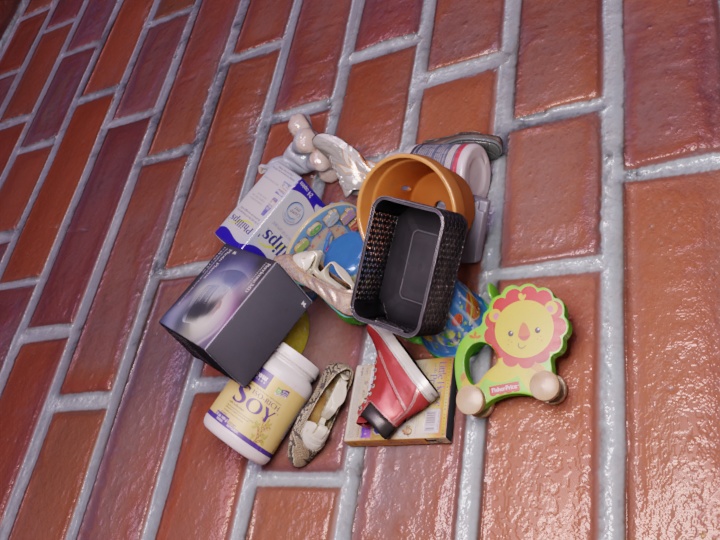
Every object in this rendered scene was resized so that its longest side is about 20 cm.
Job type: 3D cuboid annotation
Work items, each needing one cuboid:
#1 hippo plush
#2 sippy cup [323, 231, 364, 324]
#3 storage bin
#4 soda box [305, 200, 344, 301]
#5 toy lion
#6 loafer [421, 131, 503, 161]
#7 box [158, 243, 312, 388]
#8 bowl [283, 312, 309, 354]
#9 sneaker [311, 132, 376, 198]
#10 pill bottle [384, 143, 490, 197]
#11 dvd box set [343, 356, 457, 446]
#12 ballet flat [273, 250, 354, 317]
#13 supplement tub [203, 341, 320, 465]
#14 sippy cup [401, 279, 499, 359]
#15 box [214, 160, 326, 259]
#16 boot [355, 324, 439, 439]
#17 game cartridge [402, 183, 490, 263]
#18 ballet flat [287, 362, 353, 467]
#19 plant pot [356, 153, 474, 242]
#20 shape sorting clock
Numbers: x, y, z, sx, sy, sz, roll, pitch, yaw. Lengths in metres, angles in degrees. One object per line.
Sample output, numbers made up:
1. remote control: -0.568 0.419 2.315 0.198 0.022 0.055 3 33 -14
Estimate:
1. hippo plush: -0.155 -0.251 1.761 0.160 0.159 0.201 -34 47 8
2. sippy cup: 0.000 0.000 1.494 0.138 0.130 0.179 -32 48 11
3. storage bin: 0.077 -0.006 1.260 0.133 0.093 0.204 17 98 31
4. soda box: -0.069 -0.041 1.625 0.201 0.064 0.068 -50 47 -7
5. toy lion: 0.243 0.124 1.266 0.197 0.068 0.195 -16 68 25
6. loafer: 0.197 -0.253 1.592 0.197 0.072 0.064 -5 50 34
7. box: -0.228 0.074 1.435 0.197 0.124 0.201 17 63 50
8. bowl: -0.212 0.116 1.583 0.197 0.108 0.203 -18 52 24
9. sneaker: -0.028 -0.207 1.650 0.198 0.076 0.093 34 88 2
10. pill bottle: 0.143 -0.186 1.544 0.197 0.120 0.121 6 63 36
11. dvd box set: 0.071 0.228 1.367 0.197 0.029 0.149 -10 54 29
12. ballet flat: -0.070 0.005 1.407 0.198 0.068 0.068 33 117 21
13. supplement tub: -0.178 0.235 1.451 0.144 0.145 0.202 24 75 42
14. sippy cup: 0.143 0.069 1.360 0.178 0.130 0.140 -45 46 -1
15. box: -0.165 -0.084 1.637 0.201 0.184 0.105 -50 48 -6
16. boot: 0.028 0.185 1.358 0.144 0.072 0.201 -40 47 4
17. game cartridge: 0.144 -0.092 1.475 0.198 0.136 0.041 22 31 31
18. ballet flat: -0.067 0.255 1.411 0.075 0.067 0.202 -11 48 59
19. plant pot: 0.112 -0.104 1.380 0.197 0.139 0.204 7 103 35
20. shape sorting clock: -0.066 -0.042 1.531 0.039 0.200 0.201 36 83 32
